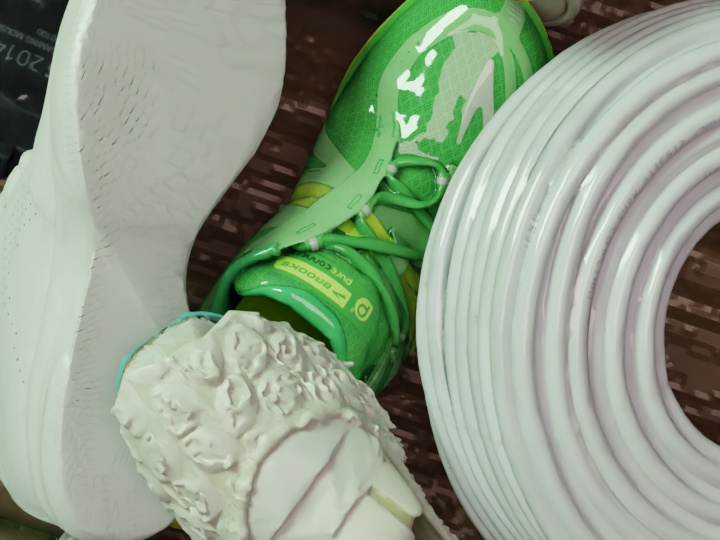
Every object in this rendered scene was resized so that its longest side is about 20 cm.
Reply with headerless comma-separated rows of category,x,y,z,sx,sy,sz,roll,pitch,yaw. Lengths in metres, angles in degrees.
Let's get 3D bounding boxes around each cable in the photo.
cable,0.116,0.016,0.896,0.200,0.069,0.200,-8,101,-23

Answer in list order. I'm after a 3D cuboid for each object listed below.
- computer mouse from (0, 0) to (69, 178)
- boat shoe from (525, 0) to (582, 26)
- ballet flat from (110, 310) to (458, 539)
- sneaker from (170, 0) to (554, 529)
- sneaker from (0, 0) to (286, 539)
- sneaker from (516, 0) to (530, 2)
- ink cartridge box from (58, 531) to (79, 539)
computer mouse,-0.091,-0.081,0.913,0.138,0.053,0.200,28,109,-6
boat shoe,-0.004,-0.153,0.915,0.200,0.067,0.057,33,69,-6
ballet flat,0.004,0.082,0.868,0.072,0.072,0.200,-42,133,-2
sneaker,0.000,0.000,0.905,0.074,0.084,0.200,32,92,-5
sneaker,-0.082,-0.024,0.872,0.075,0.088,0.200,10,92,-36
sneaker,0.081,-0.145,0.879,0.090,0.078,0.200,35,47,-17
ink cartridge box,-0.033,0.168,0.876,0.200,0.146,0.084,38,90,-3
